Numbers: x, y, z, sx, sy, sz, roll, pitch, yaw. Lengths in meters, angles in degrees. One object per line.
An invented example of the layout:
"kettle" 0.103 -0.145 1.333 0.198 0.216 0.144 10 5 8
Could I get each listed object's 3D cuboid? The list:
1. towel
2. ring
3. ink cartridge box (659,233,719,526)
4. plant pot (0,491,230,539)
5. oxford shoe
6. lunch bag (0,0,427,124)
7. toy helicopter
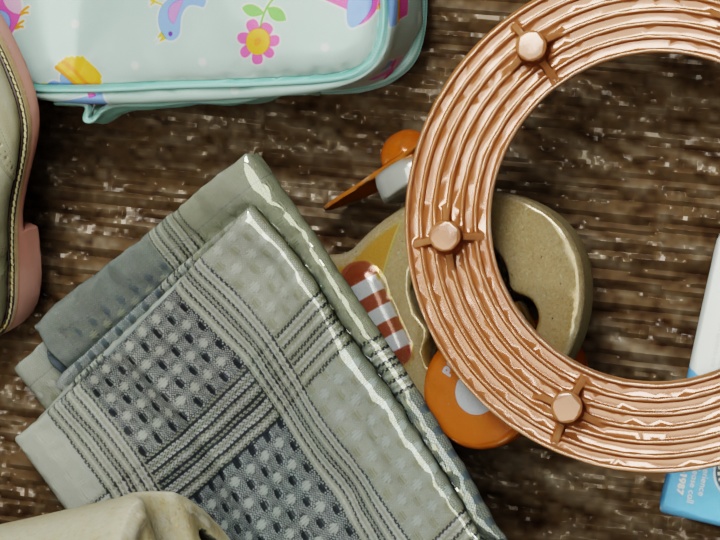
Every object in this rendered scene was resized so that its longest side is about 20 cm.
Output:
"towel" -0.053 0.077 1.157 0.192 0.035 0.200 -40 79 41
"ring" 0.114 -0.022 1.081 0.200 0.019 0.201 -1 82 10
"ink cartridge box" 0.230 0.060 1.096 0.199 0.068 0.116 13 94 16
"plant pot" -0.137 0.178 1.125 0.183 0.200 0.201 -22 86 21
"oxford shoe" -0.179 -0.042 1.158 0.071 0.074 0.201 15 129 29
"lunch bag" -0.072 -0.143 1.170 0.199 0.077 0.161 0 97 18
"toy helicopter" 0.000 0.000 1.158 0.199 0.079 0.133 3 95 23
